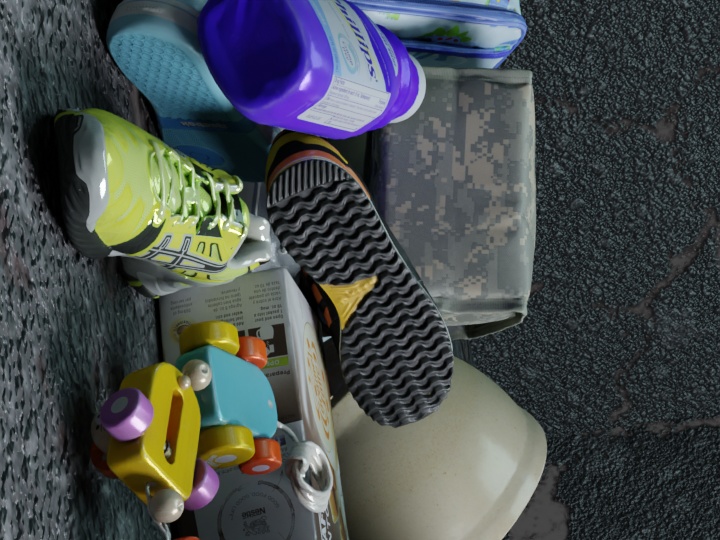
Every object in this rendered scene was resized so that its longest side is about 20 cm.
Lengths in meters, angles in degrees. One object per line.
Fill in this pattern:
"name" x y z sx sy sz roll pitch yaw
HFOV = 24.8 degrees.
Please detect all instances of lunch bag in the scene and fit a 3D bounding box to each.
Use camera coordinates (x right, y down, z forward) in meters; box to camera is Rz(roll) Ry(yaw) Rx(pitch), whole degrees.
"lunch bag" 0.004 -0.173 1.135 0.161 0.199 0.083 -38 -126 56
"lunch bag" 0.058 -0.040 1.131 0.200 0.117 0.165 85 8 -82

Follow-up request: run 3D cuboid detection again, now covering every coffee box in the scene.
"coffee box" -0.057 0.115 0.939 0.114 0.079 0.201 61 20 -68

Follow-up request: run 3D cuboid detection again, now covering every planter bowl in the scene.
"planter bowl" 0.007 0.123 1.118 0.135 0.200 0.200 49 17 -16

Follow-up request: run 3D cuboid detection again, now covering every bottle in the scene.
"bottle" -0.018 -0.118 0.947 0.084 0.065 0.200 62 20 13

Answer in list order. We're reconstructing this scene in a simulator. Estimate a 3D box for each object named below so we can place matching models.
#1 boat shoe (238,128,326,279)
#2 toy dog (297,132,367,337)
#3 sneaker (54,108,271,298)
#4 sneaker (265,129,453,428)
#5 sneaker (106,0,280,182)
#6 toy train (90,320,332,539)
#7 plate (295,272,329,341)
"boat shoe" -0.048 -0.036 1.117 0.070 0.071 0.202 -65 161 -64
"toy dog" 0.003 -0.040 1.285 0.194 0.139 0.201 79 17 -60
"sneaker" -0.099 -0.039 0.829 0.200 0.076 0.076 46 37 -76
"sneaker" 0.000 0.000 0.989 0.090 0.070 0.201 -106 171 -59
"sneaker" -0.081 -0.144 0.989 0.200 0.079 0.131 67 33 -64
"toy train" -0.079 0.111 0.786 0.151 0.055 0.200 66 21 -13
"plate" -0.049 -0.038 1.403 0.200 0.032 0.201 -70 150 -76
